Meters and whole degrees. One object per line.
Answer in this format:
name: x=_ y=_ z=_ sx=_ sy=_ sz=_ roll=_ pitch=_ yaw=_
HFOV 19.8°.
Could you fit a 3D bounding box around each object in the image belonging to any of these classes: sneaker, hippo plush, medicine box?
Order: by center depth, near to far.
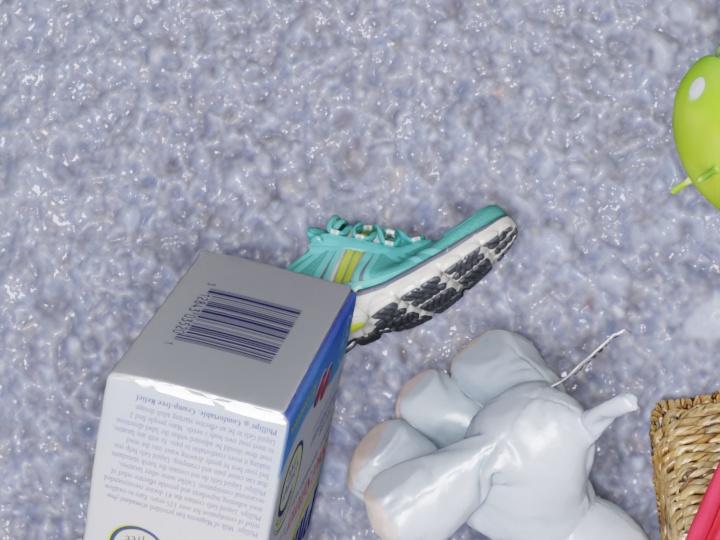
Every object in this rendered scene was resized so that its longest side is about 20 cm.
medicine box: x=-0.083 y=0.119 z=1.182 sx=0.102 sy=0.182 sz=0.201 roll=14 pitch=114 yaw=7
hippo plush: x=0.108 y=0.134 z=1.236 sx=0.199 sy=0.160 sz=0.161 roll=-27 pitch=113 yaw=17
sneaker: x=0.000 y=0.000 z=1.275 sx=0.199 sy=0.078 sz=0.080 roll=-22 pitch=74 yaw=3

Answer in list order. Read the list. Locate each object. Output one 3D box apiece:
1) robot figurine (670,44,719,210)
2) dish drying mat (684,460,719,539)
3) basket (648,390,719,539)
robot figurine: x=0.269 y=-0.103 z=1.205 sx=0.200 sy=0.175 sz=0.116 roll=-34 pitch=86 yaw=-5
dish drying mat: x=0.212 y=0.171 z=1.149 sx=0.076 sy=0.018 sz=0.201 roll=14 pitch=116 yaw=-7
basket: x=0.281 y=0.160 z=1.235 sx=0.199 sy=0.149 sz=0.143 roll=-9 pitch=117 yaw=5
